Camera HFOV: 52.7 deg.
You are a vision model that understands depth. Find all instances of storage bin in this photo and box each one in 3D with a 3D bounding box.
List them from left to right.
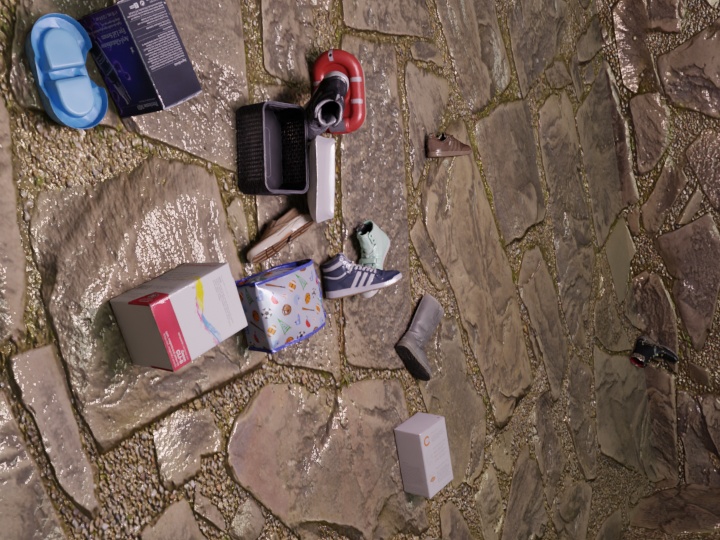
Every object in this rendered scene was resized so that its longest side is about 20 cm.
[{"bbox_3d":[-0.198,-0.273,1.650,0.135,0.094,0.201,-5,93,-49],"label":"storage bin"}]

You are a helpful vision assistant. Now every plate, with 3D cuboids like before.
[{"bbox_3d":[-0.096,-0.221,1.754,0.200,0.032,0.201,-41,132,-78],"label":"plate"}]

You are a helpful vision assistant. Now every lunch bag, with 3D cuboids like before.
[{"bbox_3d":[-0.174,0.077,1.664,0.200,0.124,0.171,-22,106,-39],"label":"lunch bag"}]

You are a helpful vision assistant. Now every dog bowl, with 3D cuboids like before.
[{"bbox_3d":[-0.529,-0.351,1.300,0.111,0.049,0.201,-29,112,-45],"label":"dog bowl"}]

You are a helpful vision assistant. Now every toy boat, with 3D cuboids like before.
[{"bbox_3d":[-0.063,-0.434,1.760,0.131,0.130,0.201,-13,100,-69],"label":"toy boat"}]

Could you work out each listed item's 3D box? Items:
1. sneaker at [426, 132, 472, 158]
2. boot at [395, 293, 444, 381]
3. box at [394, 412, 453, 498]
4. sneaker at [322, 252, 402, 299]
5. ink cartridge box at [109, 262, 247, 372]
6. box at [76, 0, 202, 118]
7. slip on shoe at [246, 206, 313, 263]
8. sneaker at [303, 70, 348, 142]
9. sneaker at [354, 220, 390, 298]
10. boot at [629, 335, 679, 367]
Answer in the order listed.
[{"bbox_3d":[0.274,-0.383,2.208,0.200,0.070,0.076,-14,100,-49],"label":"sneaker"},{"bbox_3d":[0.191,0.197,2.136,0.182,0.072,0.200,61,42,-32],"label":"boot"},{"bbox_3d":[0.184,0.531,2.100,0.124,0.097,0.201,-22,108,-46],"label":"box"},{"bbox_3d":[0.000,0.000,1.835,0.070,0.199,0.109,-111,-172,-83],"label":"sneaker"},{"bbox_3d":[-0.353,0.084,1.436,0.200,0.145,0.145,-33,115,-43],"label":"ink cartridge box"},{"bbox_3d":[-0.411,-0.401,1.360,0.104,0.148,0.201,-41,120,-40],"label":"box"},{"bbox_3d":[-0.196,-0.086,1.685,0.061,0.076,0.200,45,57,9],"label":"slip on shoe"},{"bbox_3d":[-0.092,-0.355,1.677,0.075,0.200,0.114,21,42,-17],"label":"sneaker"},{"bbox_3d":[0.013,-0.034,1.908,0.118,0.074,0.201,48,46,-46],"label":"sneaker"},{"bbox_3d":[1.375,0.411,3.417,0.154,0.203,0.074,-46,158,-34],"label":"boot"}]
